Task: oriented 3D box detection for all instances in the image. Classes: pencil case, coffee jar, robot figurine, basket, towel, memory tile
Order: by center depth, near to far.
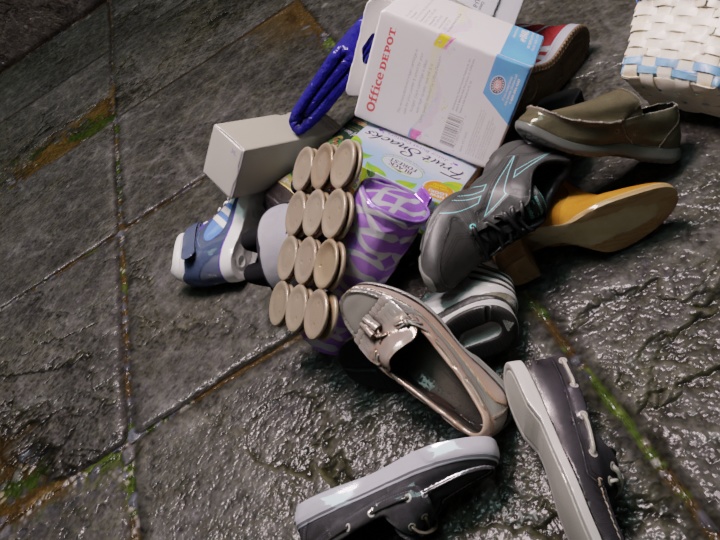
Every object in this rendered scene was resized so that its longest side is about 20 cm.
[{"bbox_3d":[-0.048,-0.034,0.787,0.153,0.017,0.204,5,84,62],"label":"memory tile"},{"bbox_3d":[0.000,0.000,0.793,0.084,0.084,0.202,58,133,38],"label":"pencil case"},{"bbox_3d":[0.387,-0.277,0.821,0.176,0.138,0.203,31,101,49],"label":"basket"},{"bbox_3d":[-0.045,-0.030,0.907,0.197,0.152,0.125,-12,27,23],"label":"robot figurine"},{"bbox_3d":[-0.037,-0.123,1.029,0.200,0.086,0.104,-42,38,-9],"label":"coffee jar"},{"bbox_3d":[-0.027,-0.277,1.055,0.148,0.049,0.201,-50,10,33],"label":"towel"}]

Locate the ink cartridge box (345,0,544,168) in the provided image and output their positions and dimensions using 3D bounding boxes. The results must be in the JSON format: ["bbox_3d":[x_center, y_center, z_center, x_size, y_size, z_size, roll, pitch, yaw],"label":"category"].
[{"bbox_3d":[0.092,-0.231,0.870,0.197,0.130,0.126,24,37,6],"label":"ink cartridge box"}]

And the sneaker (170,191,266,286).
[{"bbox_3d":[-0.205,-0.066,1.094,0.144,0.081,0.203,-1,54,29],"label":"sneaker"}]

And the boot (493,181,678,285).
[{"bbox_3d":[0.219,-0.078,0.805,0.199,0.071,0.145,-26,40,18],"label":"boot"}]

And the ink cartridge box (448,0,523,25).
[{"bbox_3d":[0.111,-0.319,1.006,0.200,0.143,0.147,-54,9,53],"label":"ink cartridge box"}]

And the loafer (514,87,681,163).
[{"bbox_3d":[0.251,-0.156,0.785,0.196,0.071,0.075,1,17,-22],"label":"loafer"}]

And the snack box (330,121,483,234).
[{"bbox_3d":[0.068,-0.128,0.884,0.140,0.054,0.200,25,39,12],"label":"snack box"}]

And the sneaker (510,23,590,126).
[{"bbox_3d":[0.211,-0.267,1.012,0.112,0.072,0.200,22,56,42],"label":"sneaker"}]

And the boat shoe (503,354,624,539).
[{"bbox_3d":[0.175,0.152,0.599,0.059,0.075,0.202,-13,44,-5],"label":"boat shoe"}]

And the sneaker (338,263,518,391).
[{"bbox_3d":[0.075,0.055,0.790,0.198,0.076,0.116,-19,23,25],"label":"sneaker"}]

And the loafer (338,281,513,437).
[{"bbox_3d":[0.054,0.079,0.694,0.199,0.063,0.073,37,110,19],"label":"loafer"}]

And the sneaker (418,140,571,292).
[{"bbox_3d":[0.133,-0.057,0.748,0.079,0.076,0.201,17,61,49],"label":"sneaker"}]

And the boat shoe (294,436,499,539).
[{"bbox_3d":[0.034,0.207,0.650,0.197,0.070,0.067,-23,56,10],"label":"boat shoe"}]

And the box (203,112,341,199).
[{"bbox_3d":[-0.117,-0.167,1.051,0.068,0.083,0.198,42,38,24],"label":"box"}]

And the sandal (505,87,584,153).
[{"bbox_3d":[0.231,-0.168,0.895,0.074,0.049,0.200,-9,22,34],"label":"sandal"}]
